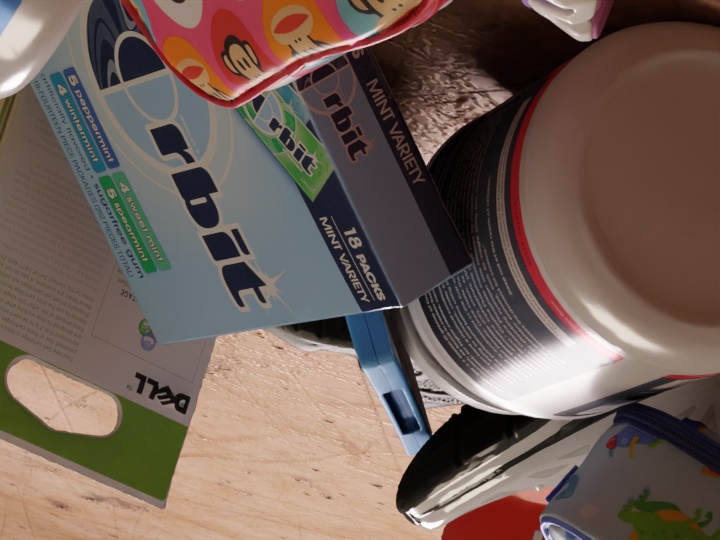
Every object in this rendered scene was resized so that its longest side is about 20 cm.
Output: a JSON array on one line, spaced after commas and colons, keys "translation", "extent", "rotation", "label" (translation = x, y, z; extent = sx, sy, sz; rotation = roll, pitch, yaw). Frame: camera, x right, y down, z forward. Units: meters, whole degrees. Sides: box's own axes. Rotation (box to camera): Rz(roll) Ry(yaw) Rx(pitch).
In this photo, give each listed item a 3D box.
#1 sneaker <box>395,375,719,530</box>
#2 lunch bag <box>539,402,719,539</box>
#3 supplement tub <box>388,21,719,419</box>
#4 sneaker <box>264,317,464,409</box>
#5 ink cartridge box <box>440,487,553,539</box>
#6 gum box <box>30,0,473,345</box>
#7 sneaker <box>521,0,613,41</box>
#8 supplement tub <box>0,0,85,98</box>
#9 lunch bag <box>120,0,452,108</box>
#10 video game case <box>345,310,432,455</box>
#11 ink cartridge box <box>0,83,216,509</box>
[{"translation": [0.122, 0.094, 1.257], "extent": [0.115, 0.200, 0.076], "rotation": [55, -166, -15], "label": "sneaker"}, {"translation": [0.158, 0.144, 1.124], "extent": [0.161, 0.082, 0.200], "rotation": [31, 163, 26], "label": "lunch bag"}, {"translation": [0.100, -0.014, 1.108], "extent": [0.140, 0.141, 0.200], "rotation": [21, 163, -15], "label": "supplement tub"}, {"translation": [0.002, 0.028, 1.455], "extent": [0.199, 0.076, 0.114], "rotation": [14, 158, -12], "label": "sneaker"}, {"translation": [0.128, 0.089, 1.312], "extent": [0.162, 0.200, 0.050], "rotation": [14, 164, 7], "label": "ink cartridge box"}, {"translation": [-0.058, -0.059, 1.114], "extent": [0.200, 0.045, 0.170], "rotation": [-10, 108, 56], "label": "gum box"}, {"translation": [0.046, -0.141, 0.865], "extent": [0.088, 0.081, 0.200], "rotation": [21, 166, 10], "label": "sneaker"}, {"translation": [-0.188, -0.155, 0.934], "extent": [0.200, 0.132, 0.132], "rotation": [24, 162, -21], "label": "supplement tub"}, {"translation": [-0.039, -0.148, 0.822], "extent": [0.176, 0.082, 0.200], "rotation": [57, 156, -10], "label": "lunch bag"}, {"translation": [0.000, 0.000, 1.249], "extent": [0.018, 0.143, 0.200], "rotation": [-16, 164, 2], "label": "video game case"}, {"translation": [-0.138, -0.006, 1.256], "extent": [0.148, 0.200, 0.076], "rotation": [28, 160, -34], "label": "ink cartridge box"}]
